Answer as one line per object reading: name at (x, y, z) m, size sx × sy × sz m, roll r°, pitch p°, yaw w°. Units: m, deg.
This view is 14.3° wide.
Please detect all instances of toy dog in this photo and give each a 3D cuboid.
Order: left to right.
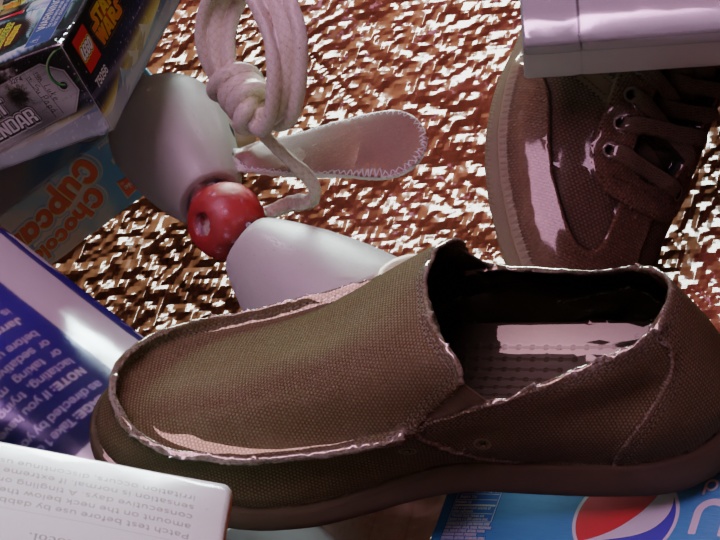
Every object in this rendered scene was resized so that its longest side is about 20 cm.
toy dog at (0.000, 0.000, 0.986) m, size 0.132 × 0.096 × 0.201 m, roll -44°, pitch 62°, yaw 45°

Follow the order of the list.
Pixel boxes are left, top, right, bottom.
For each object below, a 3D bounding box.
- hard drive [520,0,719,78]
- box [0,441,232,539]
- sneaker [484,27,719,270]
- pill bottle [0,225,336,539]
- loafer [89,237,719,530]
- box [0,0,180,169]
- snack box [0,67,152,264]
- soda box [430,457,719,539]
hard drive at (0.151, -0.129, 0.973) m, size 0.198 × 0.027 × 0.133 m, roll -3°, pitch 55°, yaw 4°
box at (-0.103, 0.162, 0.740) m, size 0.106 × 0.153 × 0.200 m, roll 11°, pitch 32°, yaw -4°
sneaker at (0.096, -0.074, 0.994) m, size 0.075 × 0.070 × 0.201 m, roll -25°, pitch 46°, yaw 46°
pill bottle at (-0.099, 0.074, 0.944) m, size 0.200 × 0.120 × 0.120 m, roll 36°, pitch 73°, yaw 28°
loafer at (0.014, 0.027, 0.855) m, size 0.198 × 0.068 × 0.076 m, roll -6°, pitch 41°, yaw 6°
box at (-0.127, -0.097, 1.044) m, size 0.136 × 0.040 × 0.200 m, roll -18°, pitch 28°, yaw 24°
snack box at (-0.167, -0.024, 1.091) m, size 0.200 × 0.037 × 0.116 m, roll -38°, pitch 42°, yaw -4°
soda box at (0.121, 0.095, 0.854) m, size 0.199 × 0.068 × 0.064 m, roll 1°, pitch 50°, yaw 30°
